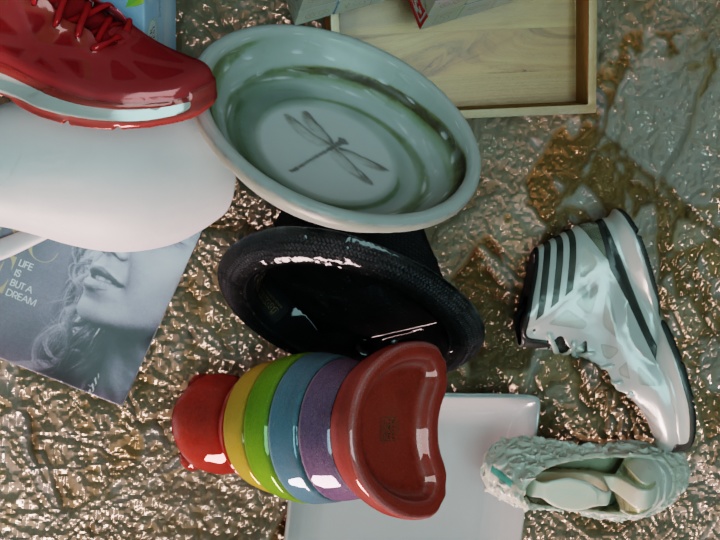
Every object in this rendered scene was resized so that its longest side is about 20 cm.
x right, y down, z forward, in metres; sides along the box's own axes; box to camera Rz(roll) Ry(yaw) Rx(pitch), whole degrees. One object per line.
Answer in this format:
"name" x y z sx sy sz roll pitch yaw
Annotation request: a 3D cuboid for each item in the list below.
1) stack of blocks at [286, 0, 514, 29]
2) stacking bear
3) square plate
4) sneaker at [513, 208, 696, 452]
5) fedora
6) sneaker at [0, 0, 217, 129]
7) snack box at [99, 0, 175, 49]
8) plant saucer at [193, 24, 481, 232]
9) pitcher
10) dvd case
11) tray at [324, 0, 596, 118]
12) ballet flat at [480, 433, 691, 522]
"stack of blocks" 0.041 -0.233 0.824 0.200 0.059 0.115 -18 85 -12
"stacking bear" -0.051 0.112 0.853 0.114 0.200 0.122 9 79 -52
"square plate" 0.036 0.188 0.955 0.198 0.028 0.200 4 101 -11
"sneaker" 0.186 0.062 0.942 0.115 0.076 0.201 -20 96 3
"fedora" 0.000 0.000 0.861 0.200 0.201 0.092 20 59 -13
"sneaker" -0.180 -0.156 0.696 0.200 0.078 0.116 10 120 6
"snack box" -0.221 -0.218 0.756 0.200 0.068 0.169 7 115 8
"plant saucer" -0.020 -0.085 0.789 0.200 0.200 0.050 15 131 -13
"pitcher" -0.197 -0.059 0.806 0.200 0.172 0.121 -5 63 -23
"dvd case" -0.204 -0.016 0.876 0.149 0.016 0.200 24 96 -13
"tray" 0.075 -0.164 0.885 0.200 0.037 0.099 -4 102 -8
"ballet flat" 0.190 0.172 0.941 0.200 0.072 0.072 6 101 -23
